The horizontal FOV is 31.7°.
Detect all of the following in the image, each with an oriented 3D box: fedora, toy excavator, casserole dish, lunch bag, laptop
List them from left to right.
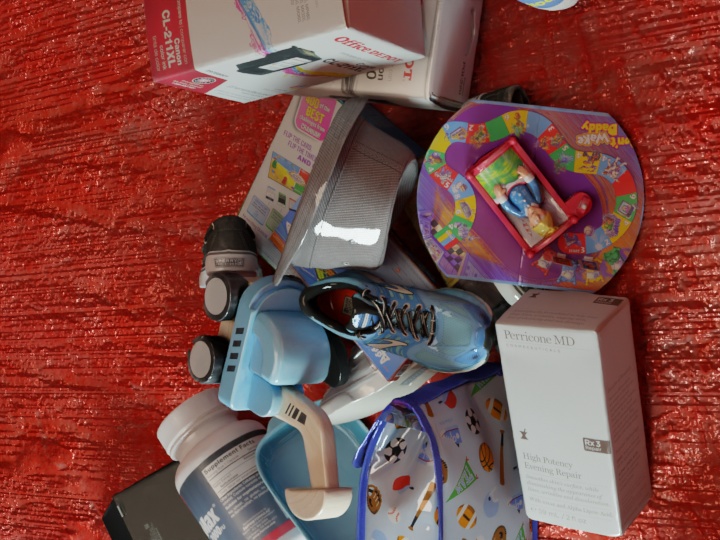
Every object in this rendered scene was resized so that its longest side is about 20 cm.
[{"bbox_3d":[-0.216,0.340,1.533,0.199,0.116,0.188,-30,78,8],"label":"laptop"},{"bbox_3d":[-0.071,0.112,1.197,0.199,0.099,0.196,25,105,46],"label":"toy excavator"},{"bbox_3d":[-0.023,0.226,1.307,0.200,0.121,0.039,50,160,18],"label":"casserole dish"},{"bbox_3d":[-0.006,-0.059,1.152,0.090,0.178,0.201,23,140,0],"label":"fedora"},{"bbox_3d":[0.081,0.195,1.176,0.123,0.169,0.202,11,106,37],"label":"lunch bag"}]

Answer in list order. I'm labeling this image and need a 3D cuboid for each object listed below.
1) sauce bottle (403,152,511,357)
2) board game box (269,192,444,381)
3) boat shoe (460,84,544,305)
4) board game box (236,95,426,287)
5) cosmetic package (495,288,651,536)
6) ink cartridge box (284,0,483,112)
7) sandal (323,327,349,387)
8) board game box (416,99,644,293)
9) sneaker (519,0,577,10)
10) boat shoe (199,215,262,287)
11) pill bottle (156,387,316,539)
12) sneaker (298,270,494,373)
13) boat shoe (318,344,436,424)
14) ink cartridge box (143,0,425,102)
[{"bbox_3d":[0.101,-0.015,1.188,0.066,0.066,0.201,-40,72,35],"label":"sauce bottle"},{"bbox_3d":[0.000,0.000,1.234,0.200,0.019,0.103,49,114,23],"label":"board game box"},{"bbox_3d":[0.141,-0.066,1.145,0.063,0.070,0.202,-15,87,39],"label":"boat shoe"},{"bbox_3d":[-0.036,-0.080,1.299,0.153,0.040,0.201,43,121,24],"label":"board game box"},{"bbox_3d":[0.188,0.123,1.112,0.101,0.074,0.201,3,116,37],"label":"cosmetic package"},{"bbox_3d":[0.006,-0.232,1.187,0.199,0.085,0.147,10,94,27],"label":"ink cartridge box"},{"bbox_3d":[-0.074,0.064,1.308,0.200,0.045,0.076,34,136,57],"label":"sandal"},{"bbox_3d":[0.148,-0.062,1.095,0.198,0.039,0.159,7,98,3],"label":"board game box"},{"bbox_3d":[0.130,-0.298,1.113,0.074,0.082,0.201,-44,50,30],"label":"sneaker"},{"bbox_3d":[-0.134,-0.015,1.323,0.200,0.068,0.057,139,129,-79],"label":"boat shoe"},{"bbox_3d":[-0.131,0.233,1.378,0.200,0.119,0.120,52,124,19],"label":"pill bottle"},{"bbox_3d":[0.028,0.049,1.150,0.199,0.090,0.079,10,95,32],"label":"sneaker"},{"bbox_3d":[0.024,0.087,1.267,0.200,0.072,0.069,-42,58,37],"label":"boat shoe"},{"bbox_3d":[-0.063,-0.212,1.095,0.199,0.145,0.084,-9,85,29],"label":"ink cartridge box"}]
